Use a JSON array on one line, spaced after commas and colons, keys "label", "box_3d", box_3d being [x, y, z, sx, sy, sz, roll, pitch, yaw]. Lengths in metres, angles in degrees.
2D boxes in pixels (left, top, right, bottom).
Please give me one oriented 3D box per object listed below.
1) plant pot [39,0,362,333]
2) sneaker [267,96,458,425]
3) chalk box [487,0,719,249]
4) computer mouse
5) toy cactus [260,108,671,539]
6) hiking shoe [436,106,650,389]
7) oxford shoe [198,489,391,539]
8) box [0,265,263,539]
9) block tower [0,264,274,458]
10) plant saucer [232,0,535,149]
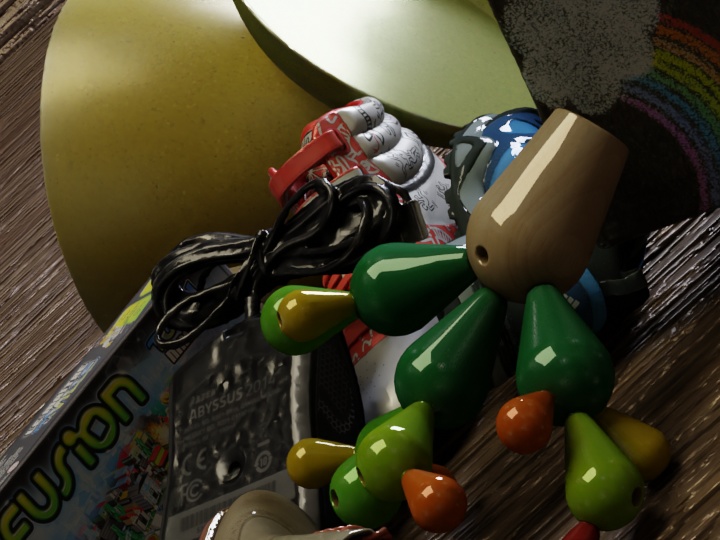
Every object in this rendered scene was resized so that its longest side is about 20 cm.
[{"label": "plant pot", "box_3d": [-0.053, -0.060, 1.371, 0.141, 0.201, 0.200, -6, 30, 22]}, {"label": "sneaker", "box_3d": [-0.001, 0.000, 1.158, 0.067, 0.108, 0.202, -42, 13, 30]}, {"label": "chalk box", "box_3d": [0.161, -0.115, 1.005, 0.199, 0.125, 0.124, -20, 22, 19]}, {"label": "computer mouse", "box_3d": [-0.029, 0.068, 1.080, 0.138, 0.053, 0.201, -19, 54, 36]}, {"label": "toy cactus", "box_3d": [0.049, 0.026, 0.963, 0.166, 0.102, 0.200, -59, 33, -2]}, {"label": "hiking shoe", "box_3d": [0.082, -0.015, 1.110, 0.086, 0.075, 0.200, -17, 24, 14]}, {"label": "oxford shoe", "box_3d": [-0.006, 0.116, 0.917, 0.075, 0.070, 0.200, -59, 24, 12]}, {"label": "box", "box_3d": [-0.094, 0.096, 1.144, 0.035, 0.110, 0.200, -21, 27, 55]}, {"label": "block tower", "box_3d": [-0.108, 0.078, 1.196, 0.200, 0.058, 0.054, -45, 19, -32]}, {"label": "plant saucer", "box_3d": [0.021, -0.117, 1.318, 0.200, 0.199, 0.031, -68, 3, -57]}]
